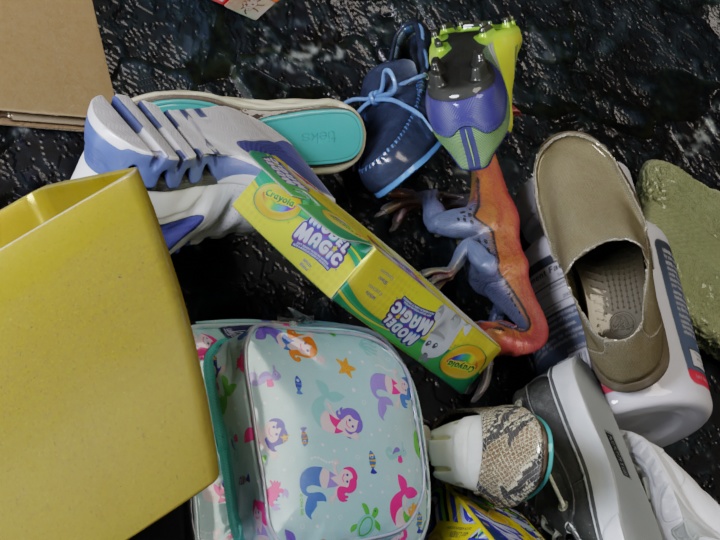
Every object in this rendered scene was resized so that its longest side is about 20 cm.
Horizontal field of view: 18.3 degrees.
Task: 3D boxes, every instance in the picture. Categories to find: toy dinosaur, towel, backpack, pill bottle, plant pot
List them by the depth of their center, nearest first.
[{"bbox_3d":[-0.193,0.072,1.247,0.199,0.200,0.177,-32,102,-21],"label":"plant pot"},{"bbox_3d":[-0.043,0.116,1.399,0.199,0.150,0.179,6,72,-46],"label":"backpack"},{"bbox_3d":[0.085,-0.014,1.570,0.105,0.201,0.181,22,8,-40],"label":"toy dinosaur"},{"bbox_3d":[0.179,0.027,1.647,0.119,0.119,0.201,7,61,-36],"label":"pill bottle"},{"bbox_3d":[0.294,0.010,1.809,0.199,0.036,0.149,32,49,-21],"label":"towel"}]

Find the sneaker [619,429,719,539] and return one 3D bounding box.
[{"bbox_3d":[0.232,0.189,1.551,0.099,0.078,0.200,15,28,-46],"label":"sneaker"}]

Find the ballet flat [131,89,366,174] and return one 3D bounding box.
[{"bbox_3d":[-0.093,-0.091,1.535,0.199,0.069,0.070,1,64,-28],"label":"ballet flat"}]

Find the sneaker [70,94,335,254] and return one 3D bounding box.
[{"bbox_3d":[-0.123,-0.044,1.454,0.199,0.115,0.081,9,35,-46],"label":"sneaker"}]

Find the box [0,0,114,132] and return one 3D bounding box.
[{"bbox_3d":[-0.252,-0.189,1.493,0.163,0.021,0.201,2,64,-38],"label":"box"}]

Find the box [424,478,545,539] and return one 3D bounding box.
[{"bbox_3d":[0.084,0.194,1.418,0.070,0.200,0.065,26,94,-13],"label":"box"}]

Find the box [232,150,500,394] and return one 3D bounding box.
[{"bbox_3d":[0.000,0.000,1.437,0.117,0.048,0.200,43,1,40],"label":"box"}]

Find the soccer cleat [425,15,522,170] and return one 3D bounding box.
[{"bbox_3d":[0.083,-0.129,1.610,0.200,0.064,0.084,-67,147,-67],"label":"soccer cleat"}]

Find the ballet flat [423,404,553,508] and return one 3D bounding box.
[{"bbox_3d":[0.075,0.120,1.480,0.075,0.200,0.068,5,89,-5],"label":"ballet flat"}]

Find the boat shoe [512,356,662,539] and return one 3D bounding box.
[{"bbox_3d":[0.154,0.156,1.512,0.071,0.063,0.201,36,31,-48],"label":"boat shoe"}]

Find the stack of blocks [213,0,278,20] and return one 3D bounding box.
[{"bbox_3d":[-0.065,-0.267,1.566,0.115,0.200,0.059,23,53,-28],"label":"stack of blocks"}]

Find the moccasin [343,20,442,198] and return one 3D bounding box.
[{"bbox_3d":[0.023,-0.119,1.635,0.068,0.080,0.200,50,24,-16],"label":"moccasin"}]

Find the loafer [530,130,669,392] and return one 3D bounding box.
[{"bbox_3d":[0.171,-0.016,1.563,0.076,0.068,0.201,-18,67,0],"label":"loafer"}]
